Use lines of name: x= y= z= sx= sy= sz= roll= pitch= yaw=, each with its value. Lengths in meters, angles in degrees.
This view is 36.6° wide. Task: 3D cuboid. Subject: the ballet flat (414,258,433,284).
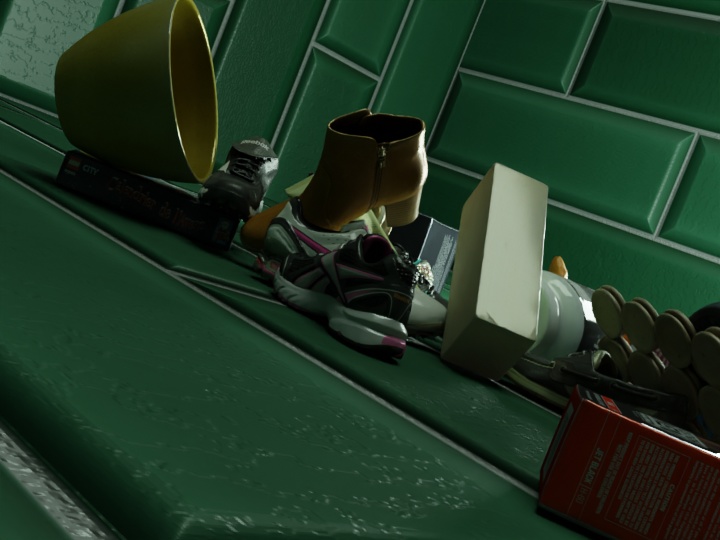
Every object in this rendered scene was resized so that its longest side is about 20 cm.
ballet flat: x=0.059 y=0.026 z=1.373 sx=0.064 sy=0.075 sz=0.200 roll=54 pitch=13 yaw=7

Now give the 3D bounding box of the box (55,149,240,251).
box: x=-0.236 y=-0.082 z=1.231 sx=0.198 sy=0.038 sz=0.137 roll=22 pitch=4 yaw=-10

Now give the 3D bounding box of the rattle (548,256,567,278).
rattle: x=0.325 y=0.089 z=1.419 sx=0.198 sy=0.144 sz=0.130 roll=17 pitch=-17 yaw=22

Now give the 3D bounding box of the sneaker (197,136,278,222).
sneaker: x=-0.130 y=-0.105 z=1.196 sx=0.066 sy=0.091 sz=0.200 roll=21 pitch=4 yaw=-2

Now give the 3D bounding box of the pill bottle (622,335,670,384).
pill bottle: x=0.353 y=0.129 z=1.129 sx=0.199 sy=0.115 sz=0.114 roll=24 pitch=4 yaw=31

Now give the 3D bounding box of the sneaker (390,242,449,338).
sneaker: x=0.041 y=0.015 z=1.199 sx=0.199 sy=0.080 sz=0.075 roll=24 pitch=3 yaw=-2

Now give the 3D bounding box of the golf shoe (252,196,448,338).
golf shoe: x=0.000 y=0.000 z=1.053 sx=0.199 sy=0.093 sz=0.073 roll=24 pitch=3 yaw=0

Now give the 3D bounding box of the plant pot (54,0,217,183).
plant pot: x=-0.246 y=-0.189 z=1.181 sx=0.140 sy=0.202 sz=0.200 roll=-4 pitch=1 yaw=6

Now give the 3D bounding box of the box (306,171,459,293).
box: x=0.021 y=-0.045 z=1.599 sx=0.199 sy=0.124 sz=0.198 roll=22 pitch=2 yaw=19

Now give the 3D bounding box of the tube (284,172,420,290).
tube: x=-0.002 y=-0.034 z=1.159 sx=0.058 sy=0.052 sz=0.201 roll=-4 pitch=50 yaw=-43

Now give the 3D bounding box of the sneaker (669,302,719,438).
sneaker: x=0.323 y=0.090 z=0.972 sx=0.078 sy=0.201 sz=0.066 roll=-20 pitch=50 yaw=-14

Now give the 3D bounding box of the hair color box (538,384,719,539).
hair color box: x=0.195 y=0.129 z=0.565 sx=0.199 sy=0.062 sz=0.101 roll=24 pitch=3 yaw=9

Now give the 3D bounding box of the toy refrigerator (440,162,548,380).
toy refrigerator: x=0.134 y=-0.001 z=1.053 sx=0.069 sy=0.076 sz=0.201 roll=22 pitch=48 yaw=-11

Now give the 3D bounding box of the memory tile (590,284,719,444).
memory tile: x=0.275 y=0.099 z=0.974 sx=0.017 sy=0.155 sz=0.200 roll=-20 pitch=20 yaw=-16

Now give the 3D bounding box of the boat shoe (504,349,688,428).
boat shoe: x=0.214 y=0.105 z=0.998 sx=0.071 sy=0.067 sz=0.200 roll=19 pitch=5 yaw=-44

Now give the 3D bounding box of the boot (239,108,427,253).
boot: x=-0.032 y=-0.092 z=1.087 sx=0.199 sy=0.071 sz=0.145 roll=-11 pitch=-38 yaw=-4

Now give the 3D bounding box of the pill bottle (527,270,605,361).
pill bottle: x=0.204 y=0.063 z=1.185 sx=0.116 sy=0.117 sz=0.199 roll=25 pitch=5 yaw=36

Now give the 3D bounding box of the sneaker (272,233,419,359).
sneaker: x=-0.003 y=0.008 z=0.936 sx=0.080 sy=0.087 sz=0.200 roll=22 pitch=3 yaw=-33

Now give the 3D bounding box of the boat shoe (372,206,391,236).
boat shoe: x=0.000 y=-0.029 z=1.315 sx=0.069 sy=0.074 sz=0.200 roll=31 pitch=-21 yaw=-14
